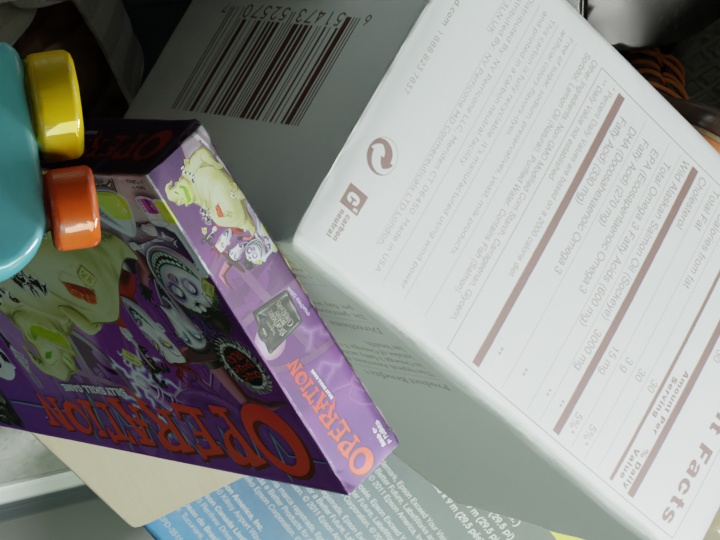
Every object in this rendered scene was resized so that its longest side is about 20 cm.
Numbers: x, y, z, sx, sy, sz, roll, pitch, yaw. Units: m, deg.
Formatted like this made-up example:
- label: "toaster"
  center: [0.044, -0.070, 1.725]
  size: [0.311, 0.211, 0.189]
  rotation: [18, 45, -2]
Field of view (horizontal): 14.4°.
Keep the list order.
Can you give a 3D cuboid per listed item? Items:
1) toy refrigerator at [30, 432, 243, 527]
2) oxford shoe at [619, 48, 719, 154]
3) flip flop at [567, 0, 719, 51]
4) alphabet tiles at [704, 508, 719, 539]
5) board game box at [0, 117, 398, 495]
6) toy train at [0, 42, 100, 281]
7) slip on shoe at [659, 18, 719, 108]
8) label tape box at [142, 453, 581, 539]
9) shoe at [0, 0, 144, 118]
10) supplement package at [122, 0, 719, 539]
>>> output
- label: "toy refrigerator"
  center: [-0.095, 0.025, 1.072]
  size: [0.076, 0.070, 0.200]
  rotation: [-27, 154, 4]
- label: "oxford shoe"
  center: [0.091, -0.057, 1.027]
  size: [0.073, 0.071, 0.200]
  rotation: [-55, -158, -10]
- label: "flip flop"
  center: [0.057, -0.103, 0.994]
  size: [0.200, 0.058, 0.081]
  rotation: [-28, 120, -18]
- label: "alphabet tiles"
  center: [0.077, 0.078, 1.263]
  size: [0.200, 0.196, 0.015]
  rotation: [-55, -173, 42]
- label: "board game box"
  center: [-0.085, 0.006, 0.868]
  size: [0.032, 0.200, 0.120]
  rotation: [-49, 120, -25]
- label: "toy train"
  center: [-0.168, -0.043, 0.773]
  size: [0.150, 0.200, 0.056]
  rotation: [-49, -179, -12]
- label: "slip on shoe"
  center: [0.132, -0.076, 1.128]
  size: [0.074, 0.061, 0.200]
  rotation: [-5, 151, -18]
- label: "label tape box"
  center: [0.021, 0.086, 1.224]
  size: [0.200, 0.063, 0.144]
  rotation: [-33, 114, 9]
- label: "shoe"
  center: [-0.104, -0.080, 0.876]
  size: [0.070, 0.053, 0.200]
  rotation: [-30, 155, 2]
- label: "supplement package"
  center: [0.035, -0.010, 0.900]
  size: [0.200, 0.117, 0.117]
  rotation: [41, 71, -36]
